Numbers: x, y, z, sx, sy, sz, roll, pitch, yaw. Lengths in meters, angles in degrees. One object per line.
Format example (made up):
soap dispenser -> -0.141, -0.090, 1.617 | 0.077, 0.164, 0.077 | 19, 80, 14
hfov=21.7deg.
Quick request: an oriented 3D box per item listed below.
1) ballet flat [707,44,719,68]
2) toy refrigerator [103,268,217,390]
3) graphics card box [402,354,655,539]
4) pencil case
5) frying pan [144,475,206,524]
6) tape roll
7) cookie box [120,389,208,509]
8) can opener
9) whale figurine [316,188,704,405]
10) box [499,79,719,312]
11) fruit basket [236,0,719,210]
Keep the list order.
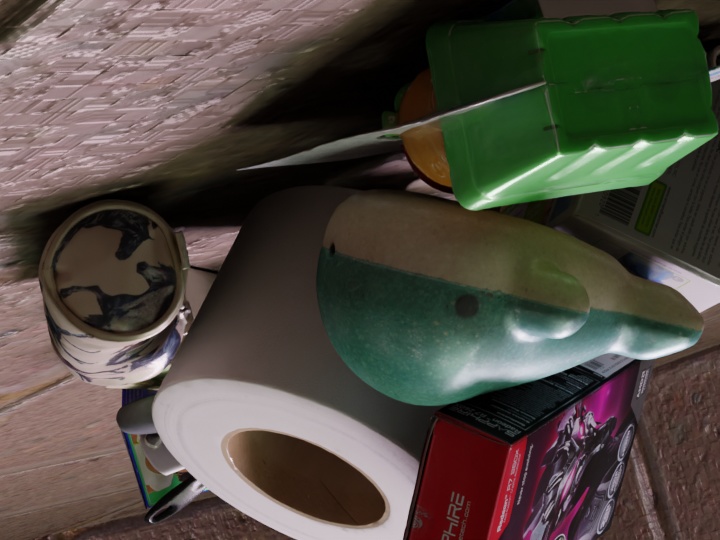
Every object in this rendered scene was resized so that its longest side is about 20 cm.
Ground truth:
ballet flat -> 0.282, -0.120, 1.076 | 0.199, 0.070, 0.069 | -12, 171, -5
toy refrigerator -> -0.118, 0.048, 1.334 | 0.076, 0.070, 0.200 | -19, 171, 13
graphics card box -> 0.092, 0.113, 1.032 | 0.051, 0.126, 0.200 | 21, -158, 25
pencil case -> -0.138, 0.016, 1.083 | 0.089, 0.078, 0.200 | -23, 173, -11
frying pan -> -0.076, 0.132, 1.401 | 0.114, 0.031, 0.190 | 13, 133, -24
tape roll -> -0.006, 0.065, 1.111 | 0.202, 0.140, 0.203 | 19, 150, 12
cookie box -> -0.086, 0.102, 1.503 | 0.199, 0.076, 0.171 | -16, -163, -2
can opener -> -0.068, 0.088, 1.299 | 0.199, 0.053, 0.066 | -20, 170, 6
whale figurine -> 0.072, 0.024, 0.960 | 0.199, 0.104, 0.159 | 14, -177, -22
box -> 0.151, -0.034, 1.082 | 0.101, 0.113, 0.200 | 25, 162, -7
fruit basket -> 0.064, -0.080, 0.916 | 0.185, 0.094, 0.200 | -9, -176, -35
